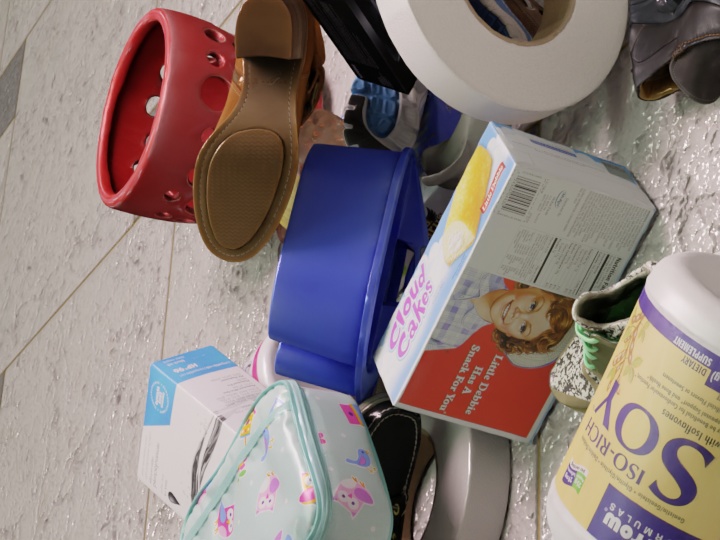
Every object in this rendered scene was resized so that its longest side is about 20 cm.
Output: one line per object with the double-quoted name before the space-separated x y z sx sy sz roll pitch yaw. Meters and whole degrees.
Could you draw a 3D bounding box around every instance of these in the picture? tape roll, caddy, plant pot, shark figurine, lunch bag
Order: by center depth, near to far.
"tape roll" 0.099 -0.205 1.397 0.037 0.201 0.205 -22 55 56
"lunch bag" -0.062 0.186 1.424 0.201 0.077 0.161 -55 37 32
"shark figurine" 0.070 -0.108 1.453 0.128 0.089 0.215 41 152 31
"caddy" 0.000 0.000 1.489 0.142 0.104 0.202 87 -166 -65
"tape roll" 0.048 0.175 1.507 0.203 0.037 0.204 -45 38 50
"plant pot" -0.146 -0.137 1.956 0.200 0.181 0.202 -46 36 47

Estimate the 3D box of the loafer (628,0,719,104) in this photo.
"loafer" 0.227 -0.141 1.263 0.200 0.072 0.073 -157 74 -76

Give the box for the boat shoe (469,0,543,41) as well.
"boat shoe" 0.105 -0.192 1.555 0.072 0.072 0.201 -57 34 29

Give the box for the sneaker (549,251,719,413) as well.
"sneaker" 0.164 0.031 1.262 0.200 0.088 0.078 -41 40 53

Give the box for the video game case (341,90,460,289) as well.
"video game case" 0.037 -0.096 1.690 0.181 0.045 0.201 -48 34 45

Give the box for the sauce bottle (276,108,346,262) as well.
"sauce bottle" -0.045 -0.058 1.690 0.201 0.065 0.067 105 168 -58

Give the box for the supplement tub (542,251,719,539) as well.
"supplement tub" 0.188 0.107 1.089 0.201 0.144 0.146 -67 24 17

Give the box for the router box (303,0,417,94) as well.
"router box" 0.018 -0.248 1.450 0.052 0.200 0.158 21 74 30

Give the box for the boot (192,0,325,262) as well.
"boot" -0.070 -0.111 1.482 0.155 0.076 0.202 -33 -53 -80

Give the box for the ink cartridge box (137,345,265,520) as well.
"ink cartridge box" -0.093 0.161 1.596 0.200 0.067 0.117 34 126 40

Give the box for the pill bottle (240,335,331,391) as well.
"pill bottle" -0.075 0.137 1.713 0.200 0.112 0.114 -49 34 47

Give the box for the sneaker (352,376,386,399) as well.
"sneaker" -0.017 0.034 1.587 0.071 0.075 0.202 115 156 -59

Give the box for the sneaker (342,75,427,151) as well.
"sneaker" 0.025 -0.154 1.619 0.087 0.074 0.201 94 -168 -62

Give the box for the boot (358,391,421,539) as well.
"boot" 0.017 0.207 1.430 0.154 0.073 0.205 48 120 58

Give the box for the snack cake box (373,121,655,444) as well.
"snack cake box" 0.104 0.011 1.379 0.201 0.114 0.067 -64 25 22
